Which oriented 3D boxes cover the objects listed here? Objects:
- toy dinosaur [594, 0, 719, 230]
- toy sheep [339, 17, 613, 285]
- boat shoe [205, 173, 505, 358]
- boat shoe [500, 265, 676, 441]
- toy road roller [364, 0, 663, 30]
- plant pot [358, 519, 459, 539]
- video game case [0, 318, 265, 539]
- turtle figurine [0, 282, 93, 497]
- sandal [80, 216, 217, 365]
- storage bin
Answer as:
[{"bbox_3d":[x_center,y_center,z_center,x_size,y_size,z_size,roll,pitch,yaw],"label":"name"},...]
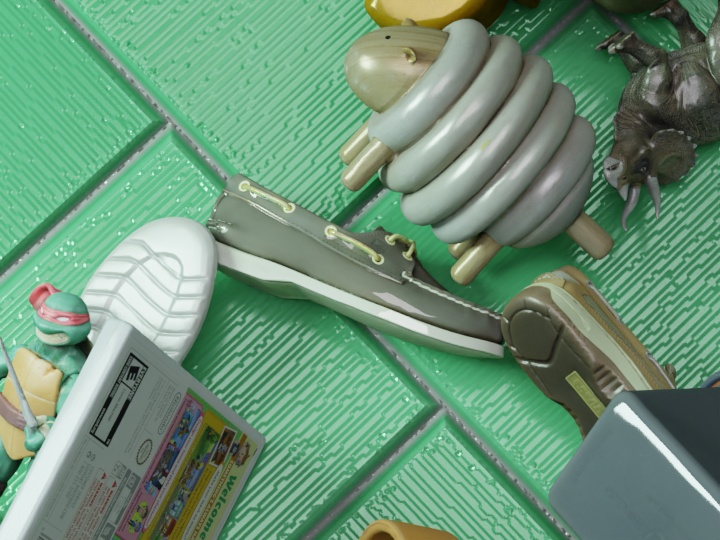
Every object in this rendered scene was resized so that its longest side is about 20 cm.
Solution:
[{"bbox_3d":[0.210,-0.118,1.789,0.199,0.077,0.103,-33,97,-15],"label":"toy dinosaur"},{"bbox_3d":[0.072,-0.072,1.728,0.200,0.138,0.138,39,79,-15],"label":"toy sheep"},{"bbox_3d":[0.000,-0.001,1.755,0.200,0.072,0.061,20,82,10],"label":"boat shoe"},{"bbox_3d":[0.170,0.082,1.735,0.076,0.072,0.201,-35,93,-46],"label":"boat shoe"},{"bbox_3d":[0.088,-0.192,1.780,0.199,0.123,0.147,27,92,10],"label":"toy road roller"},{"bbox_3d":[0.068,0.247,1.642,0.139,0.200,0.202,6,76,-14],"label":"plant pot"},{"bbox_3d":[-0.143,0.150,1.670,0.022,0.182,0.201,19,76,32],"label":"video game case"},{"bbox_3d":[-0.198,0.084,1.694,0.100,0.149,0.201,0,109,-37],"label":"turtle figurine"},{"bbox_3d":[-0.142,0.062,1.757,0.082,0.050,0.204,25,91,24],"label":"sandal"},{"bbox_3d":[0.209,0.140,1.572,0.200,0.134,0.146,47,114,33],"label":"storage bin"}]
